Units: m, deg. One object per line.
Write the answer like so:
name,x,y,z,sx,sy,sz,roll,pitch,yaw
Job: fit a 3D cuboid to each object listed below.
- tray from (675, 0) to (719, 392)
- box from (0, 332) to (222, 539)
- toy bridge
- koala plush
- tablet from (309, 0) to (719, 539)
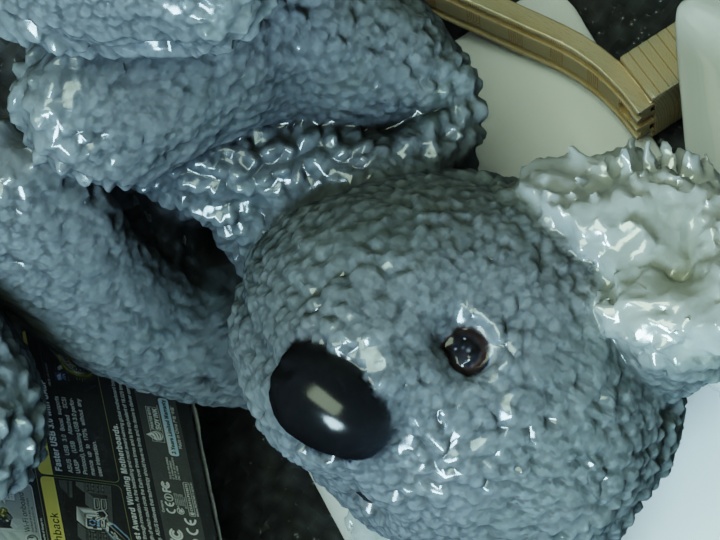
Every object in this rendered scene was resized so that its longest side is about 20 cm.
tray,0.181,-0.026,0.746,0.200,0.022,0.108,-4,92,13
box,-0.109,0.092,0.736,0.049,0.161,0.200,-56,37,40
toy bridge,0.023,-0.117,0.819,0.067,0.027,0.200,-33,72,-8
koala plush,0.000,0.000,0.731,0.200,0.184,0.178,35,114,15
tablet,0.047,0.036,0.801,0.130,0.014,0.200,-32,73,10
